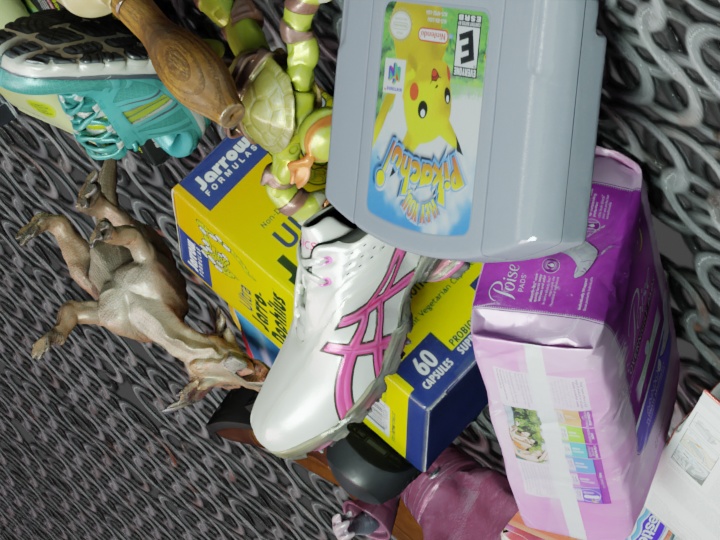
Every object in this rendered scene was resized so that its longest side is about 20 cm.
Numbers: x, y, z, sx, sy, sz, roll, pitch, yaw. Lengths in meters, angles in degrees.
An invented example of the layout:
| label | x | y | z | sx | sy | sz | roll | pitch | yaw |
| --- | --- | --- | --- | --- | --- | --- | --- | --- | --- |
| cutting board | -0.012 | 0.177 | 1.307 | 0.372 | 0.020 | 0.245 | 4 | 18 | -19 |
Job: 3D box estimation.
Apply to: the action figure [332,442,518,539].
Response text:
| label | x | y | z | sx | sy | sz | roll | pitch | yaw |
| --- | --- | --- | --- | --- | --- | --- | --- | --- | --- |
| action figure | 0.063 | 0.140 | 1.850 | 0.149 | 0.134 | 0.200 | 25 | -160 | -51 |

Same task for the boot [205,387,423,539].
| label | x | y | z | sx | sy | sz | roll | pitch | yaw |
| --- | --- | --- | --- | --- | --- | --- | --- | --- | --- |
| boot | -0.006 | 0.142 | 2.036 | 0.200 | 0.069 | 0.188 | 41 | 156 | -11 |

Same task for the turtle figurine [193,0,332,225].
| label | x | y | z | sx | sy | sz | roll | pitch | yaw |
| --- | --- | --- | --- | --- | --- | --- | --- | --- | --- |
| turtle figurine | -0.051 | -0.092 | 1.545 | 0.161 | 0.064 | 0.201 | 42 | 141 | 42 |

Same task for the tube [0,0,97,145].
| label | x | y | z | sx | sy | sz | roll | pitch | yaw |
| --- | --- | --- | --- | --- | --- | --- | --- | --- | --- |
| tube | -0.221 | -0.145 | 1.713 | 0.200 | 0.052 | 0.058 | 60 | -167 | -50 |

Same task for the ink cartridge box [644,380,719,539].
| label | x | y | z | sx | sy | sz | roll | pitch | yaw |
| --- | --- | --- | --- | --- | --- | --- | --- | --- | --- |
| ink cartridge box | 0.216 | 0.114 | 1.507 | 0.109 | 0.050 | 0.200 | 42 | 161 | 11 |

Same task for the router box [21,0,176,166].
| label | x | y | z | sx | sy | sz | roll | pitch | yaw |
| --- | --- | --- | --- | --- | --- | --- | --- | --- | --- |
| router box | -0.187 | -0.172 | 1.753 | 0.150 | 0.062 | 0.200 | 30 | 157 | 42 |

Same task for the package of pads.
| label | x | y | z | sx | sy | sz | roll | pitch | yaw |
| --- | --- | --- | --- | --- | --- | --- | --- | --- | --- |
| package of pads | 0.112 | 0.039 | 1.445 | 0.075 | 0.121 | 0.200 | 6 | 148 | 17 |

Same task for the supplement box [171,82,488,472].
| label | x | y | z | sx | sy | sz | roll | pitch | yaw |
| --- | --- | --- | --- | --- | --- | --- | --- | --- | --- |
| supplement box | 0.000 | 0.000 | 1.638 | 0.200 | 0.109 | 0.110 | 40 | 162 | 15 |

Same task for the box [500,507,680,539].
| label | x | y | z | sx | sy | sz | roll | pitch | yaw |
| --- | --- | --- | --- | --- | --- | --- | --- | --- | --- |
| box | 0.157 | 0.191 | 1.727 | 0.095 | 0.103 | 0.200 | 37 | 160 | 25 |

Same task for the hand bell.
| label | x | y | z | sx | sy | sz | roll | pitch | yaw |
| --- | --- | --- | --- | --- | --- | --- | --- | --- | --- |
| hand bell | -0.123 | -0.141 | 1.541 | 0.200 | 0.104 | 0.104 | 48 | 168 | 36 |

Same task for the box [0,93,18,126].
| label | x | y | z | sx | sy | sz | roll | pitch | yaw |
| --- | --- | --- | --- | --- | --- | --- | --- | --- | --- |
| box | -0.316 | -0.184 | 1.816 | 0.201 | 0.104 | 0.148 | 65 | -177 | 34 |

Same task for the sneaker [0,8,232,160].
| label | x | y | z | sx | sy | sz | roll | pitch | yaw |
| --- | --- | --- | --- | --- | --- | --- | --- | --- | --- |
| sneaker | -0.141 | -0.101 | 1.640 | 0.077 | 0.080 | 0.200 | 27 | -168 | 30 |

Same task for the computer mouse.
| label | x | y | z | sx | sy | sz | roll | pitch | yaw |
| --- | --- | --- | --- | --- | --- | --- | --- | --- | --- |
| computer mouse | 0.028 | 0.095 | 1.714 | 0.059 | 0.034 | 0.200 | 37 | -154 | 10 |

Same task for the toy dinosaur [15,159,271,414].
| label | x | y | z | sx | sy | sz | roll | pitch | yaw |
| --- | --- | --- | --- | --- | --- | --- | --- | --- | --- |
| toy dinosaur | -0.131 | 0.014 | 1.735 | 0.135 | 0.086 | 0.200 | 29 | -154 | -33 |

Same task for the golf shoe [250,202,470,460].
| label | x | y | z | sx | sy | sz | roll | pitch | yaw |
| --- | --- | --- | --- | --- | --- | --- | --- | --- | --- |
| golf shoe | -0.008 | 0.006 | 1.511 | 0.092 | 0.201 | 0.073 | 29 | -171 | -30 |

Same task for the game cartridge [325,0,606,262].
| label | x | y | z | sx | sy | sz | roll | pitch | yaw |
| --- | --- | --- | --- | --- | --- | --- | --- | --- | --- |
| game cartridge | 0.045 | -0.073 | 1.366 | 0.200 | 0.040 | 0.134 | 14 | 104 | 58 |

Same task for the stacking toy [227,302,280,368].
| label | x | y | z | sx | sy | sz | roll | pitch | yaw |
| --- | --- | --- | --- | --- | --- | --- | --- | --- | --- |
| stacking toy | -0.050 | 0.005 | 1.807 | 0.200 | 0.109 | 0.117 | 35 | 149 | 63 |
